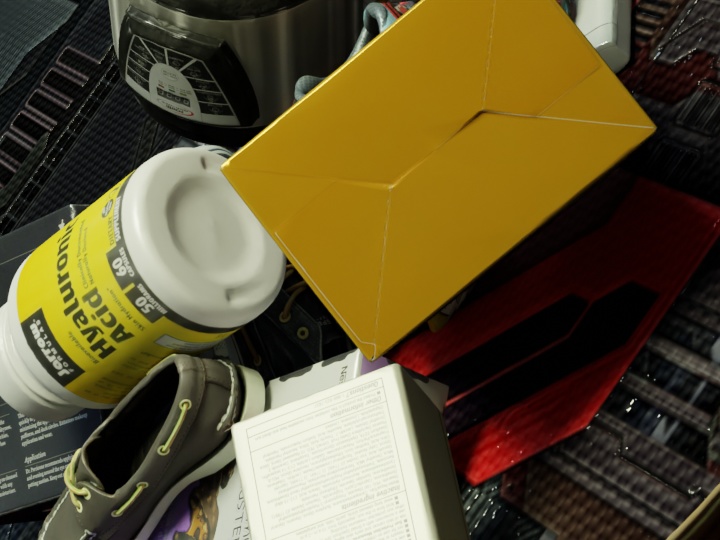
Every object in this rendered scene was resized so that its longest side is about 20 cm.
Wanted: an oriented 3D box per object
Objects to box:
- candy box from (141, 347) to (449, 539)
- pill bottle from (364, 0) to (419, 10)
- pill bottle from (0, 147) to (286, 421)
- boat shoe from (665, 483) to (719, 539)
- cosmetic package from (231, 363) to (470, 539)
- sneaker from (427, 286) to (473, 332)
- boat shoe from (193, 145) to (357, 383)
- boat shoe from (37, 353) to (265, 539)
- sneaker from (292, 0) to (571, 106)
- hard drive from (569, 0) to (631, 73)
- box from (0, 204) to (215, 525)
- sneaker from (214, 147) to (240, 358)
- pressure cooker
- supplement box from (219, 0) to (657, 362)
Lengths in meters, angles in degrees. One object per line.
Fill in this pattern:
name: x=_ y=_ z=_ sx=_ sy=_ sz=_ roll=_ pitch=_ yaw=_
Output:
candy box: x=-0.046 y=0.153 z=1.503 sx=0.199 sy=0.071 sz=0.169 roll=-22 pitch=51 yaw=47
pill bottle: x=0.011 y=-0.220 z=1.840 sx=0.200 sy=0.111 sz=0.111 roll=-44 pitch=28 yaw=20
pill bottle: x=-0.142 y=0.017 z=1.555 sx=0.200 sy=0.111 sz=0.112 roll=-35 pitch=31 yaw=44
boat shoe: x=0.136 y=0.170 z=1.222 sx=0.200 sy=0.066 sz=0.074 roll=-48 pitch=27 yaw=11
cosmetic package: x=0.006 y=0.161 z=1.338 sx=0.103 sy=0.073 sz=0.201 roll=-20 pitch=58 yaw=14
sneaker: x=0.000 y=0.000 z=1.637 sx=0.199 sy=0.078 sz=0.083 roll=-3 pitch=56 yaw=58
boat shoe: x=-0.047 y=0.015 z=1.597 sx=0.071 sy=0.202 sz=0.091 roll=-29 pitch=16 yaw=-37
boat shoe: x=-0.139 y=0.114 z=1.538 sx=0.201 sy=0.060 sz=0.072 roll=-44 pitch=41 yaw=31
sneaker: x=0.044 y=-0.133 z=1.614 sx=0.200 sy=0.096 sz=0.079 roll=-38 pitch=32 yaw=-11
hard drive: x=0.124 y=-0.176 z=1.704 sx=0.132 sy=0.027 sz=0.201 roll=-34 pitch=32 yaw=33
box: x=-0.194 y=0.067 z=1.754 sx=0.199 sy=0.104 sz=0.184 roll=-19 pitch=77 yaw=48
sneaker: x=-0.068 y=-0.025 z=1.784 sx=0.085 sy=0.077 sz=0.201 roll=-10 pitch=49 yaw=48
pressure cooker: x=-0.079 y=-0.181 z=1.715 sx=0.177 sy=0.201 sz=0.177 roll=-14 pitch=58 yaw=-9
supplement box: x=0.047 y=-0.064 z=1.454 sx=0.197 sy=0.133 sz=0.200 roll=-39 pitch=-2 yaw=4
